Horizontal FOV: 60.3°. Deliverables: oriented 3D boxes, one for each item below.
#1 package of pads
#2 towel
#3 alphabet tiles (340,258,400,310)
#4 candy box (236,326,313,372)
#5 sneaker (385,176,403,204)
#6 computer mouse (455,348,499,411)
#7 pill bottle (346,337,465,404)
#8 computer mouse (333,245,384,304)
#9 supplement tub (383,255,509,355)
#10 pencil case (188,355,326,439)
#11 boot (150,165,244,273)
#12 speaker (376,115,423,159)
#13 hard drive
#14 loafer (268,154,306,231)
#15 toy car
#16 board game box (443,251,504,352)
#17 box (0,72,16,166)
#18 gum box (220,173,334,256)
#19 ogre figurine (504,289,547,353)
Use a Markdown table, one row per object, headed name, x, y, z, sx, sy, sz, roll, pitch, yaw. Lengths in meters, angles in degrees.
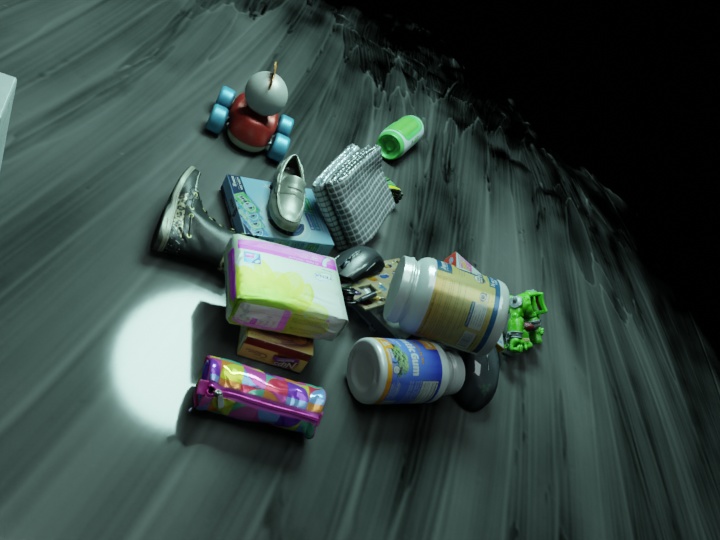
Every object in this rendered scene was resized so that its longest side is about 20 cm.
| name | x | y | z | sx | sy | sz | roll | pitch | yaw |
| --- | --- | --- | --- | --- | --- | --- | --- | --- | --- |
| package of pads | -0.124 | 0.031 | 1.028 | 0.199 | 0.068 | 0.155 | 13 | 42 | -26 |
| towel | -0.004 | -0.162 | 1.332 | 0.200 | 0.085 | 0.166 | -52 | 127 | -41 |
| alphabet tiles | 0.035 | 0.016 | 1.259 | 0.199 | 0.008 | 0.167 | -11 | 37 | -38 |
| candy box | -0.142 | 0.069 | 1.076 | 0.116 | 0.057 | 0.201 | 20 | 38 | -20 |
| sneaker | 0.008 | -0.201 | 1.493 | 0.199 | 0.078 | 0.085 | 7 | 37 | -46 |
| computer mouse | 0.228 | 0.170 | 1.210 | 0.138 | 0.053 | 0.201 | 18 | 62 | -25 |
| pill bottle | 0.085 | 0.177 | 1.093 | 0.199 | 0.112 | 0.112 | 6 | 45 | -34 |
| computer mouse | 0.000 | 0.000 | 1.214 | 0.140 | 0.046 | 0.200 | 33 | 34 | 32 |
| supplement tub | 0.154 | 0.061 | 1.134 | 0.199 | 0.145 | 0.145 | 18 | 38 | -6 |
| pencil case | -0.149 | 0.188 | 0.915 | 0.199 | 0.088 | 0.089 | 19 | 39 | -22 |
| boot | -0.279 | -0.087 | 1.124 | 0.153 | 0.074 | 0.204 | 25 | 44 | -19 |
| speaker | 0.114 | -0.378 | 1.754 | 0.088 | 0.089 | 0.200 | 38 | 36 | 3 |
| hard drive | 0.076 | 0.069 | 1.269 | 0.140 | 0.038 | 0.200 | 45 | 38 | 13 |
| loafer | -0.143 | -0.158 | 1.236 | 0.070 | 0.070 | 0.201 | 16 | 40 | -25 |
| toy car | -0.218 | -0.384 | 1.391 | 0.184 | 0.200 | 0.177 | 23 | 38 | -17 |
| board game box | 0.248 | 0.072 | 1.373 | 0.153 | 0.040 | 0.200 | 39 | 34 | -21 |
| box | -0.590 | -0.190 | 0.872 | 0.152 | 0.200 | 0.107 | 14 | 40 | -27 |
| gum box | -0.169 | -0.110 | 1.260 | 0.199 | 0.045 | 0.170 | 6 | 46 | -34 |
| ogre figurine | 0.367 | 0.108 | 1.379 | 0.199 | 0.098 | 0.121 | -7 | 95 | -39 |
